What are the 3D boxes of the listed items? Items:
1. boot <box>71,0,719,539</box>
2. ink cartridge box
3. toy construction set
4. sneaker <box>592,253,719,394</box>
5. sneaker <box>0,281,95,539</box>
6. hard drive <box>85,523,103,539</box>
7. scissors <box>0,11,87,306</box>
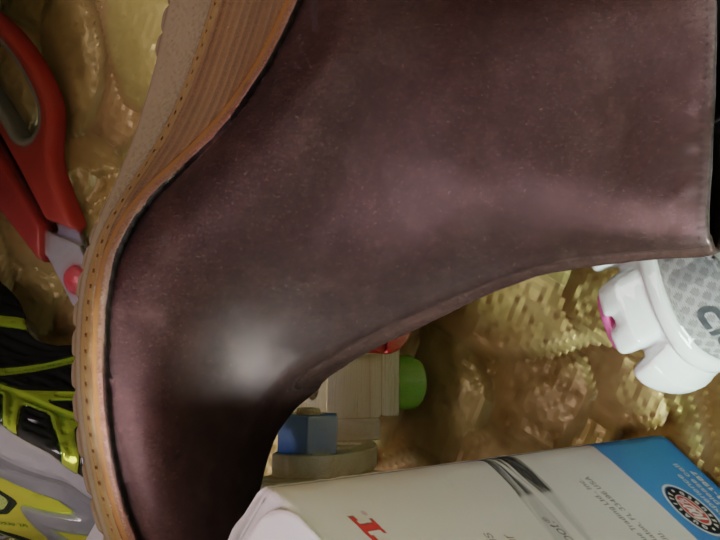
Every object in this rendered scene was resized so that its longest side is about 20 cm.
[{"bbox_3d":[0.014,-0.007,0.723,0.166,0.072,0.200,1,74,24],"label":"boot"},{"bbox_3d":[0.061,0.126,0.730,0.146,0.200,0.086,44,117,28],"label":"ink cartridge box"},{"bbox_3d":[0.000,0.000,0.831,0.131,0.092,0.200,1,77,57],"label":"toy construction set"},{"bbox_3d":[0.104,-0.069,0.772,0.087,0.074,0.200,-13,85,33],"label":"sneaker"},{"bbox_3d":[-0.141,0.054,0.965,0.200,0.075,0.077,31,131,41],"label":"sneaker"},{"bbox_3d":[-0.020,0.173,0.785,0.132,0.200,0.027,-61,15,-18],"label":"hard drive"},{"bbox_3d":[-0.104,-0.011,0.968,0.200,0.014,0.073,51,120,25],"label":"scissors"}]
